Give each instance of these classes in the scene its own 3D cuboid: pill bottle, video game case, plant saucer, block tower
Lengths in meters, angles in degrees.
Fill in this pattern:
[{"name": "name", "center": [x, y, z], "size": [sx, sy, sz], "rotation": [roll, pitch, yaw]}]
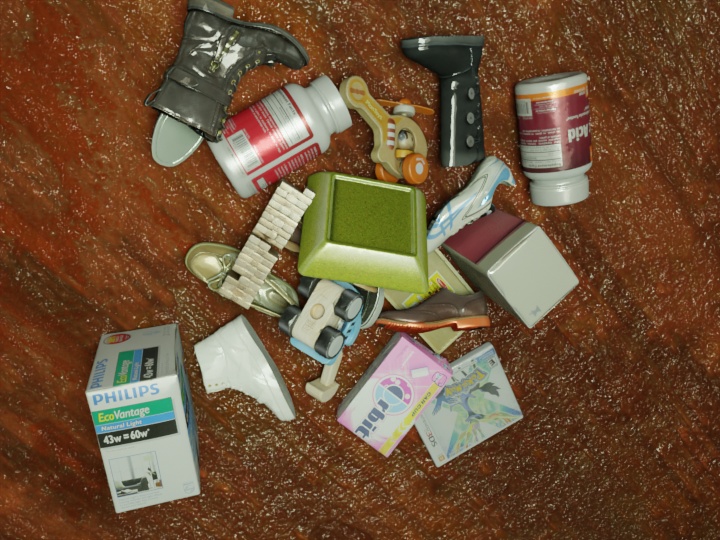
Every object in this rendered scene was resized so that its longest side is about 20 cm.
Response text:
[{"name": "pill bottle", "center": [0.322, -0.216, 1.036], "size": [0.113, 0.114, 0.201], "rotation": [-15, 110, -9]}, {"name": "video game case", "center": [0.196, 0.259, 1.199], "size": [0.199, 0.022, 0.183], "rotation": [-29, 112, -5]}, {"name": "pill bottle", "center": [-0.118, -0.203, 0.929], "size": [0.199, 0.112, 0.113], "rotation": [-31, 112, -4]}, {"name": "plant saucer", "center": [0.013, -0.072, 0.953], "size": [0.198, 0.201, 0.048], "rotation": [9, 144, -9]}, {"name": "block tower", "center": [-0.141, -0.045, 0.942], "size": [0.058, 0.054, 0.201], "rotation": [31, 98, -11]}]

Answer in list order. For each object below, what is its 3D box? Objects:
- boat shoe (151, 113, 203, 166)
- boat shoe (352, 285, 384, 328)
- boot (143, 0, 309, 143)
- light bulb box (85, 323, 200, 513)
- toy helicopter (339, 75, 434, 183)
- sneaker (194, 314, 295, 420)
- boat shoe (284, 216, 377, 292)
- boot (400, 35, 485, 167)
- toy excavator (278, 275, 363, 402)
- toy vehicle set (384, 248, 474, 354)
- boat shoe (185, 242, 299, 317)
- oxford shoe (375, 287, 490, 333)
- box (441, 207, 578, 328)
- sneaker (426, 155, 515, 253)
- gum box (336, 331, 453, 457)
[{"name": "boat shoe", "center": [-0.251, -0.249, 0.911], "size": [0.075, 0.060, 0.201], "rotation": [26, 98, -45]}, {"name": "boat shoe", "center": [0.000, 0.000, 1.036], "size": [0.064, 0.070, 0.202], "rotation": [-7, 106, -56]}, {"name": "boot", "center": [-0.179, -0.259, 0.859], "size": [0.199, 0.069, 0.175], "rotation": [16, 90, -29]}, {"name": "light bulb box", "center": [-0.324, 0.215, 0.958], "size": [0.124, 0.198, 0.202], "rotation": [-9, 110, -13]}, {"name": "toy helicopter", "center": [0.042, -0.232, 0.973], "size": [0.200, 0.079, 0.133], "rotation": [40, 68, -38]}, {"name": "sneaker", "center": [-0.198, 0.186, 1.054], "size": [0.115, 0.074, 0.201], "rotation": [-29, 102, -2]}, {"name": "boat shoe", "center": [-0.049, -0.037, 0.979], "size": [0.199, 0.070, 0.071], "rotation": [29, 93, 14]}, {"name": "boot", "center": [0.133, -0.260, 0.981], "size": [0.164, 0.065, 0.202], "rotation": [-14, 113, -34]}, {"name": "toy excavator", "center": [-0.051, 0.118, 1.032], "size": [0.195, 0.099, 0.200], "rotation": [-62, 154, -6]}, {"name": "toy vehicle set", "center": [0.121, 0.041, 1.111], "size": [0.124, 0.027, 0.200], "rotation": [-42, 112, 1]}, {"name": "boat shoe", "center": [-0.186, 0.021, 1.006], "size": [0.200, 0.063, 0.073], "rotation": [33, 96, -21]}, {"name": "oxford shoe", "center": [0.122, 0.069, 1.080], "size": [0.198, 0.071, 0.073], "rotation": [-1, 79, -11]}, {"name": "box", "center": [0.238, -0.016, 1.030], "size": [0.109, 0.200, 0.128], "rotation": [-42, 112, 0]}, {"name": "sneaker", "center": [0.173, -0.098, 1.028], "size": [0.072, 0.072, 0.200], "rotation": [43, 92, 2]}, {"name": "gum box", "center": [0.061, 0.211, 1.113], "size": [0.113, 0.066, 0.200], "rotation": [37, 95, -6]}]
